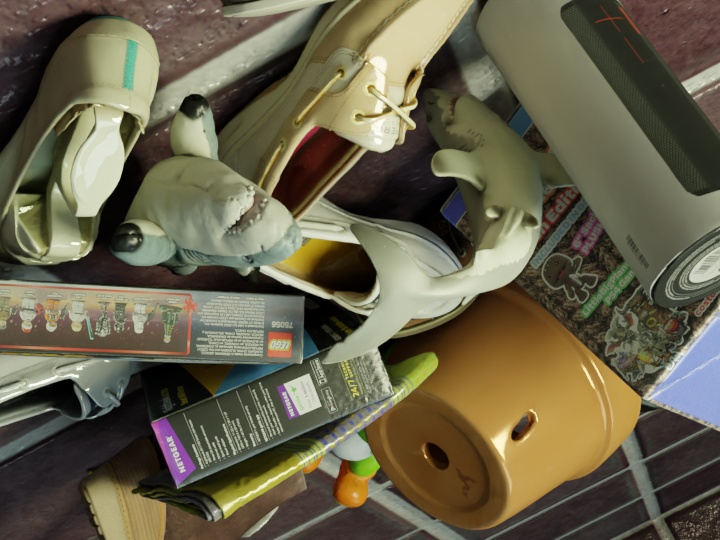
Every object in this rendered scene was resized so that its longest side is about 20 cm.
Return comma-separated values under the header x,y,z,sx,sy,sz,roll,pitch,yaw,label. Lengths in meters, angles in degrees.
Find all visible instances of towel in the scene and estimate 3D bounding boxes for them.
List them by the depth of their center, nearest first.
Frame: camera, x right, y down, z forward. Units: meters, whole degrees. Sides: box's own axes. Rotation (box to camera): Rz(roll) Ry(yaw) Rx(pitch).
x,y,z,sx,sy,sz,roll,pitch,yaw,label
-0.052,0.110,0.888,0.200,0.023,0.144,-30,-170,-26,towel

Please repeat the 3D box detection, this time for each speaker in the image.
x,y,z,sx,sy,sz,roll,pitch,yaw,label
0.143,-0.081,0.711,0.081,0.200,0.081,-21,151,-12,speaker

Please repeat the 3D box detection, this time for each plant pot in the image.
x,y,z,sx,sy,sz,roll,pitch,yaw,label
0.095,0.102,0.993,0.140,0.200,0.200,-39,168,-37,plant pot

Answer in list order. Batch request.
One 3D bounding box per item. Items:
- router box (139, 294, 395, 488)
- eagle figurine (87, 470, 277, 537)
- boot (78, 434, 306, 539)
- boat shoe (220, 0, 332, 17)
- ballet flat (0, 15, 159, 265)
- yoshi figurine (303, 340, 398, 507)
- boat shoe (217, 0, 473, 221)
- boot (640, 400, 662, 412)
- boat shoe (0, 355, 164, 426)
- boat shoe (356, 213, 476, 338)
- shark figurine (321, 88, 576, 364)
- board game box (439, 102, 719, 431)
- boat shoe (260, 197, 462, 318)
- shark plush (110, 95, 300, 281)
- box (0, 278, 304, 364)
x,y,z,sx,sy,sz,roll,pitch,yaw,label
-0.072,0.074,0.881,0.149,0.051,0.200,-22,-170,-9,router box
-0.175,0.220,1.120,0.151,0.151,0.200,-21,147,-37,eagle figurine
-0.111,0.204,0.981,0.166,0.072,0.201,-23,114,-23,boot
0.024,-0.168,0.610,0.199,0.057,0.067,-17,-169,-10,boat shoe
-0.154,-0.044,0.659,0.069,0.070,0.200,-8,151,-35,ballet flat
0.002,0.142,1.153,0.112,0.112,0.200,-2,145,-31,yoshi figurine
-0.002,-0.092,0.705,0.074,0.069,0.200,2,145,-47,boat shoe
0.164,0.092,1.121,0.080,0.211,0.158,-57,168,-41,boot
-0.191,0.067,0.846,0.200,0.069,0.072,-7,150,-38,boat shoe
0.080,-0.025,0.938,0.200,0.072,0.068,-32,154,-10,boat shoe
0.064,-0.011,0.724,0.215,0.128,0.090,-64,176,-50,shark figurine
0.178,0.000,0.824,0.159,0.200,0.097,23,108,-49,board game box
0.000,0.000,0.831,0.200,0.070,0.071,26,116,-40,boat shoe
-0.092,-0.010,0.717,0.083,0.091,0.200,27,153,-9,shark plush
-0.142,0.030,0.715,0.199,0.040,0.137,4,176,-16,box
